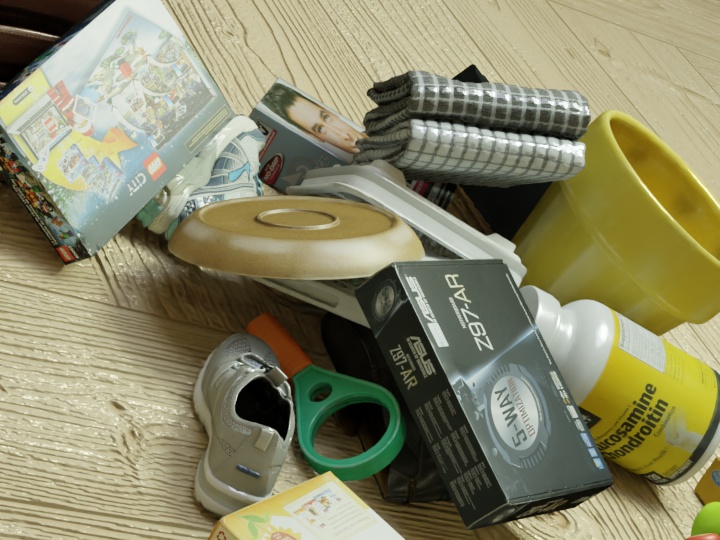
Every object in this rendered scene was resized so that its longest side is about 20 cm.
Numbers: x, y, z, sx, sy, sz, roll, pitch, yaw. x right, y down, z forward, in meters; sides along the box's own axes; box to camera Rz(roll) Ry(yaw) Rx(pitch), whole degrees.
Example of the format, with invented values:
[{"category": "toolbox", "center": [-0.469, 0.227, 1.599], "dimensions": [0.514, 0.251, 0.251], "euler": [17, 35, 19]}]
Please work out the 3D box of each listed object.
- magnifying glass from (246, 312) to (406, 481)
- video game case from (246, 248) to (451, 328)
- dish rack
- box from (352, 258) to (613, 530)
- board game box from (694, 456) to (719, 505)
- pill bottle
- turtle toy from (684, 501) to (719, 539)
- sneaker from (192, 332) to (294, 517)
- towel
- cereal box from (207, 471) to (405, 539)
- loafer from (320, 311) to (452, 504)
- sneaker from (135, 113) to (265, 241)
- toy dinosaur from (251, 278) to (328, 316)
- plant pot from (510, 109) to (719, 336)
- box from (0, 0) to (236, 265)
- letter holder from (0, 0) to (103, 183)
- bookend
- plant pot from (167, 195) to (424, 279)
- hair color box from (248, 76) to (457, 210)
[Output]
[{"category": "magnifying glass", "center": [-0.033, 0.090, 1.620], "dimensions": [0.200, 0.079, 0.022], "euler": [45, -14, 50]}, {"category": "video game case", "center": [0.000, 0.000, 1.733], "dimensions": [0.181, 0.024, 0.200], "euler": [21, 17, 28]}, {"category": "dish rack", "center": [0.045, -0.039, 1.856], "dimensions": [0.199, 0.044, 0.171], "euler": [32, -12, -19]}, {"category": "box", "center": [0.094, 0.088, 1.605], "dimensions": [0.160, 0.043, 0.201], "euler": [0, 60, -55]}, {"category": "board game box", "center": [0.396, 0.250, 1.844], "dimensions": [0.152, 0.040, 0.200], "euler": [14, 29, -34]}, {"category": "pill bottle", "center": [0.205, 0.094, 1.810], "dimensions": [0.199, 0.112, 0.112], "euler": [29, 23, -20]}, {"category": "turtle toy", "center": [0.279, 0.251, 1.628], "dimensions": [0.145, 0.101, 0.200], "euler": [28, 24, -9]}, {"category": "sneaker", "center": [-0.070, 0.097, 1.527], "dimensions": [0.074, 0.082, 0.200], "euler": [24, 25, -17]}, {"category": "towel", "center": [0.093, -0.122, 1.858], "dimensions": [0.164, 0.086, 0.200], "euler": [4, -2, -14]}, {"category": "cereal box", "center": [0.006, 0.225, 1.427], "dimensions": [0.200, 0.040, 0.144], "euler": [41, 26, 20]}, {"category": "loafer", "center": [0.012, 0.098, 1.640], "dimensions": [0.072, 0.073, 0.200], "euler": [-10, 42, -27]}, {"category": "sneaker", "center": [-0.120, -0.062, 1.809], "dimensions": [0.086, 0.078, 0.200], "euler": [43, 31, -2]}, {"category": "toy dinosaur", "center": [-0.016, 0.028, 1.780], "dimensions": [0.106, 0.061, 0.200], "euler": [18, 15, 13]}, {"category": "plant pot", "center": [0.220, -0.008, 1.917], "dimensions": [0.201, 0.189, 0.201], "euler": [41, 20, -19]}, {"category": "box", "center": [-0.198, -0.118, 1.666], "dimensions": [0.200, 0.038, 0.137], "euler": [-48, 114, -39]}, {"category": "letter holder", "center": [-0.258, -0.151, 1.706], "dimensions": [0.199, 0.143, 0.101], "euler": [11, 31, -40]}, {"category": "bookend", "center": [0.123, -0.133, 2.093], "dimensions": [0.199, 0.092, 0.200], "euler": [49, 8, -40]}, {"category": "plant pot", "center": [-0.049, -0.029, 1.653], "dimensions": [0.199, 0.028, 0.200], "euler": [2, 14, 0]}, {"category": "hair color box", "center": [-0.015, -0.092, 1.984], "dimensions": [0.199, 0.061, 0.099], "euler": [31, 24, -1]}]
